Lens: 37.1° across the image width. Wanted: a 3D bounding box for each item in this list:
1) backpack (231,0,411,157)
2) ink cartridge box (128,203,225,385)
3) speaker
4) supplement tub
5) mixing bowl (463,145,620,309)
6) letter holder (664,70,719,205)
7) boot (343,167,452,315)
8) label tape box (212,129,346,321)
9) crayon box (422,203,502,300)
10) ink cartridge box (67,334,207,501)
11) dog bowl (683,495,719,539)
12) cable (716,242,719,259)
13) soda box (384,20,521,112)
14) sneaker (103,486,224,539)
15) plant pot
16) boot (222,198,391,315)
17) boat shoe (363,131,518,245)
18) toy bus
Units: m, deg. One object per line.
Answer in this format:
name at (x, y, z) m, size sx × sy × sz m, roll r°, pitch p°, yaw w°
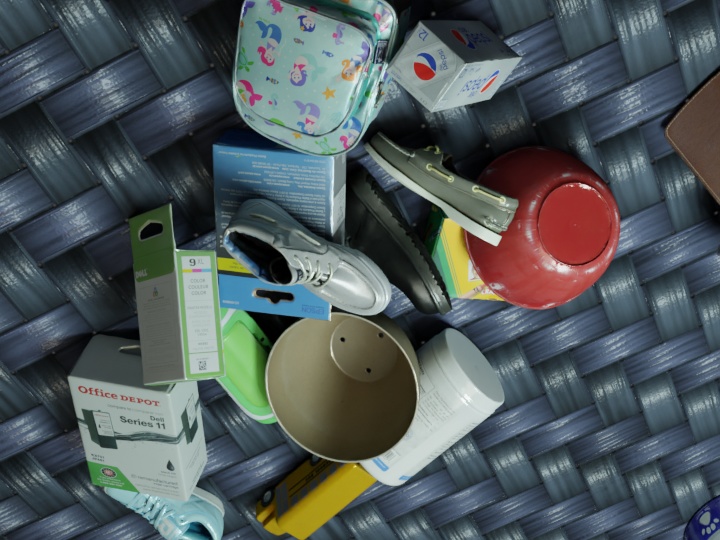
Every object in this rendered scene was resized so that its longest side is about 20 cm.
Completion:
backpack at (-0.050, -0.221, 1.124) m, size 0.175 × 0.151 × 0.202 m, roll 22°, pitch 131°, yaw 5°
ink cartridge box at (-0.216, 0.030, 1.262) m, size 0.059 × 0.204 × 0.103 m, roll -3°, pitch 174°, yaw -39°
speaker at (-0.158, 0.110, 1.390) m, size 0.088 × 0.089 × 0.201 m, roll -27°, pitch 127°, yaw 9°
supplement tub at (0.084, 0.189, 1.470) m, size 0.199 × 0.133 × 0.132 m, roll -40°, pitch 124°, yaw 18°
mixing bowl at (0.233, -0.052, 1.276) m, size 0.197 × 0.108 × 0.204 m, roll 0°, pitch 91°, yaw -15°
letter holder at (0.493, -0.183, 1.312) m, size 0.200 × 0.143 × 0.100 m, roll -43°, pitch 156°, yaw 21°
boot at (0.000, -0.001, 1.309) m, size 0.157 × 0.079 × 0.212 m, roll -37°, pitch 87°, yaw 12°
label tape box at (-0.093, -0.054, 1.244) m, size 0.142 × 0.063 × 0.203 m, roll 7°, pitch 114°, yaw 11°
crayon box at (0.178, -0.026, 1.376) m, size 0.197 × 0.059 × 0.120 m, roll 4°, pitch 125°, yaw -14°
ink cartridge box at (-0.287, 0.193, 1.398) m, size 0.144 × 0.084 × 0.202 m, roll 8°, pitch 128°, yaw 12°
dog bowl at (0.658, 0.463, 1.827) m, size 0.197 × 0.079 × 0.202 m, roll -6°, pitch 127°, yaw -8°
cable at (0.537, -0.063, 1.343) m, size 0.069 × 0.200 × 0.200 m, roll 44°, pitch 105°, yaw -4°
soda box at (0.102, -0.219, 1.134) m, size 0.068 × 0.200 × 0.064 m, roll 43°, pitch 115°, yaw 9°
sneaker at (-0.277, 0.343, 1.539) m, size 0.198 × 0.082 × 0.074 m, roll 26°, pitch 117°, yaw -27°
plant pot at (-0.010, 0.124, 1.384) m, size 0.197 × 0.135 × 0.204 m, roll 5°, pitch 110°, yaw 13°
boot at (-0.061, 0.001, 1.170) m, size 0.198 × 0.096 × 0.074 m, roll 30°, pitch 116°, yaw -1°
boat shoe at (0.093, -0.107, 1.244) m, size 0.061 × 0.201 × 0.072 m, roll -57°, pitch 160°, yaw 10°
toy bus at (-0.066, 0.325, 1.572) m, size 0.200 × 0.079 × 0.065 m, roll -42°, pitch 123°, yaw 19°
